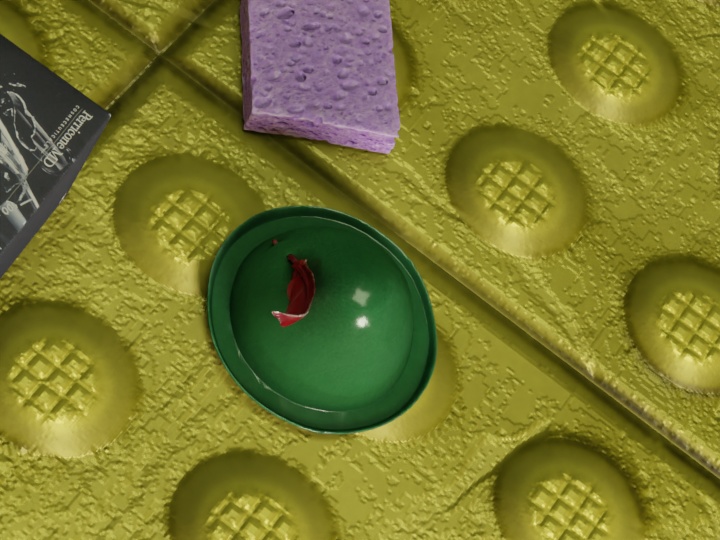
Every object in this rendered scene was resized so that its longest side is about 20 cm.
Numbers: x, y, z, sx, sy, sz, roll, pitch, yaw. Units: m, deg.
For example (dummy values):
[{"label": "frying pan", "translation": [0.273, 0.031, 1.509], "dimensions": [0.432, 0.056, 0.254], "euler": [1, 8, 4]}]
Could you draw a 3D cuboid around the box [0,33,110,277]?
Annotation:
[{"label": "box", "translation": [-0.290, -0.064, 1.479], "dimensions": [0.182, 0.104, 0.200], "euler": [36, 54, -4]}]

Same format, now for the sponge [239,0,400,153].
[{"label": "sponge", "translation": [-0.033, -0.181, 1.708], "dimensions": [0.111, 0.030, 0.201], "euler": [7, 58, -18]}]

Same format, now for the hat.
[{"label": "hat", "translation": [0.000, 0.000, 1.515], "dimensions": [0.165, 0.176, 0.201], "euler": [11, 56, -15]}]
